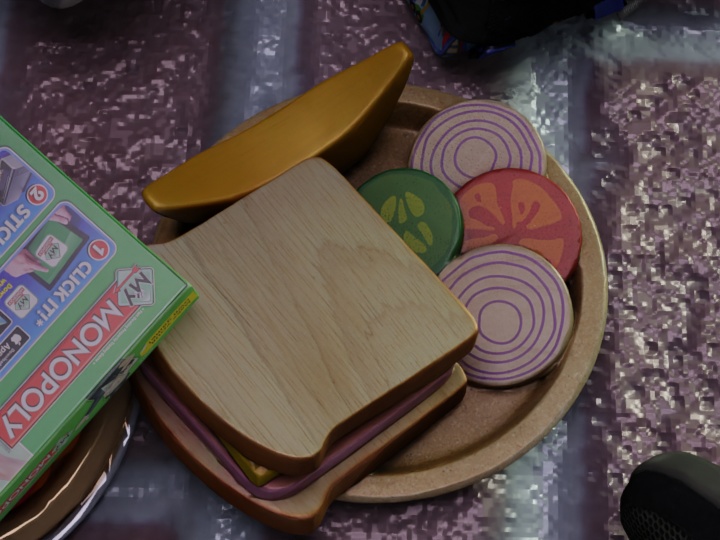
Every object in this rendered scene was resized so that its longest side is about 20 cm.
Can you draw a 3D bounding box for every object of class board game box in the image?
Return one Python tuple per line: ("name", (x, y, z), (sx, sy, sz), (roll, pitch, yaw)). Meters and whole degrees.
("board game box", (-0.174, 0.038, 0.742), (0.135, 0.029, 0.200), (41, 84, 8))

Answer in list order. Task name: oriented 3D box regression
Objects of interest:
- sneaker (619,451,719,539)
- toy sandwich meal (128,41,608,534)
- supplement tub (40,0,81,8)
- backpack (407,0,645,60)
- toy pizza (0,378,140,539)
("sneaker", (0.133, 0.161, 0.718), (0.114, 0.076, 0.200), (-27, 71, -19))
("toy sandwich meal", (0.000, 0.000, 0.802), (0.204, 0.070, 0.206), (0, 64, 1))
("supplement tub", (-0.157, -0.216, 0.850), (0.200, 0.123, 0.123), (42, 69, -5))
("backpack", (0.097, -0.203, 0.866), (0.199, 0.135, 0.183), (-23, 65, -10))
("toy pizza", (-0.181, 0.029, 0.786), (0.199, 0.032, 0.201), (3, 72, -11))
